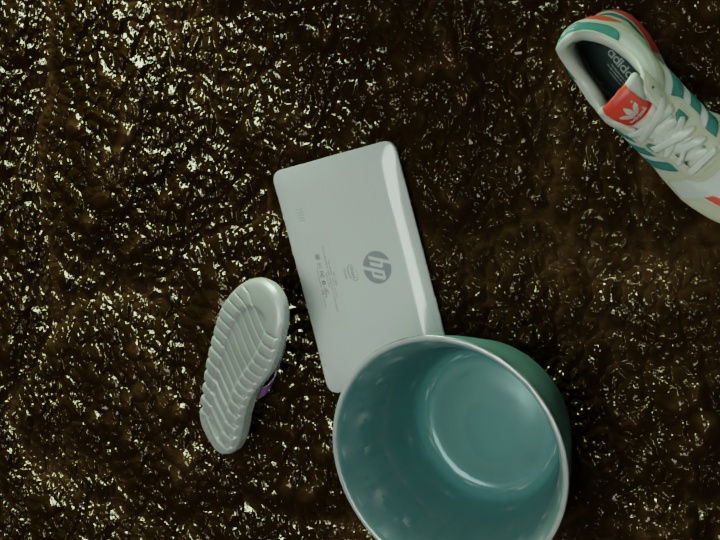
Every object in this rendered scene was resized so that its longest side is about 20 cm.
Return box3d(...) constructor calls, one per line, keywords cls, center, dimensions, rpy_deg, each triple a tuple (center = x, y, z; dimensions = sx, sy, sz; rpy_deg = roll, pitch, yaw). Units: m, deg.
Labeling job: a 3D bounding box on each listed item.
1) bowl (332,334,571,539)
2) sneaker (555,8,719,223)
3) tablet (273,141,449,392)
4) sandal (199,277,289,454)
box3d(cls="bowl", center=(0.089, 0.135, 1.186), dimensions=(0.199, 0.105, 0.203), rpy_deg=(8, 107, 28))
box3d(cls="sneaker", center=(0.212, -0.103, 1.064), dimensions=(0.200, 0.093, 0.070), rpy_deg=(51, 122, 12))
box3d(cls="tablet", center=(0.000, 0.000, 1.270), dimensions=(0.129, 0.014, 0.202), rpy_deg=(-12, 95, 33))
box3d(cls="sandal", center=(-0.098, 0.080, 1.333), dimensions=(0.083, 0.050, 0.203), rpy_deg=(53, 136, 28))
